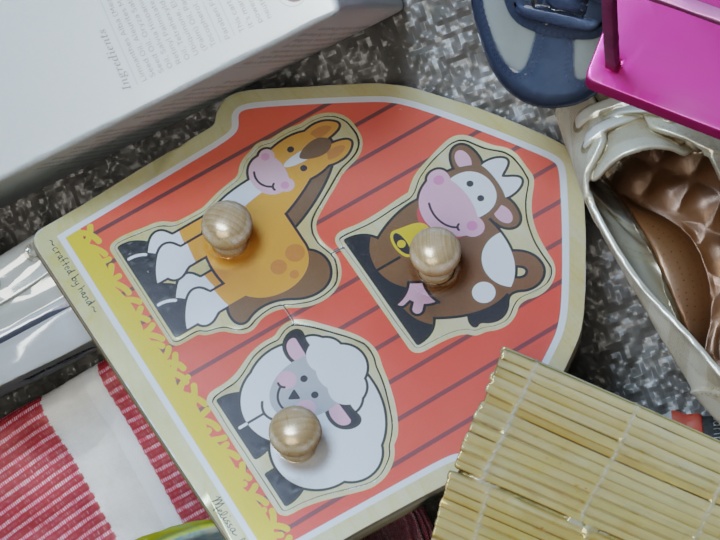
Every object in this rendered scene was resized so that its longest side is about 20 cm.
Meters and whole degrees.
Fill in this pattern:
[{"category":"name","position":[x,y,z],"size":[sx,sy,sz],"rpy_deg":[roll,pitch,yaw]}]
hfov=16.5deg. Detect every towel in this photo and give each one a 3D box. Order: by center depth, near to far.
[{"category":"towel","position":[-0.078,0.103,1.046],"size":[0.199,0.023,0.145],"rpy_deg":[-29,88,17]}]

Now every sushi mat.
[{"category":"sushi mat","position":[0.123,0.110,0.922],"size":[0.199,0.012,0.096],"rpy_deg":[24,84,-8]}]

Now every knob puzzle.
[{"category":"knob puzzle","position":[0.000,0.000,0.956],"size":[0.218,0.031,0.221],"rpy_deg":[-1,61,2]}]

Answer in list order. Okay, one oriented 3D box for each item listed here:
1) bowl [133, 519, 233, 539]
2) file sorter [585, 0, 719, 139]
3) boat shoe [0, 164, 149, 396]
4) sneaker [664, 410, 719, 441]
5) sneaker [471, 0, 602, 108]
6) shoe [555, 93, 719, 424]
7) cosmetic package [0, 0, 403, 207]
[{"category":"bowl","position":[-0.072,0.191,0.977],"size":[0.107,0.199,0.202],"rpy_deg":[3,101,59]},{"category":"file sorter","position":[0.172,-0.140,0.798],"size":[0.138,0.125,0.201],"rpy_deg":[21,83,8]},{"category":"boat shoe","position":[-0.158,0.018,1.033],"size":[0.199,0.072,0.066],"rpy_deg":[-25,86,16]},{"category":"sneaker","position":[0.163,0.151,0.961],"size":[0.081,0.077,0.202],"rpy_deg":[-8,95,10]},{"category":"sneaker","position":[0.072,-0.135,0.869],"size":[0.070,0.082,0.201],"rpy_deg":[5,123,3]},{"category":"shoe","position":[0.124,-0.026,0.940],"size":[0.070,0.053,0.201],"rpy_deg":[-29,74,16]},{"category":"cosmetic package","position":[-0.094,-0.092,0.985],"size":[0.199,0.101,0.072],"rpy_deg":[-25,89,16]}]
